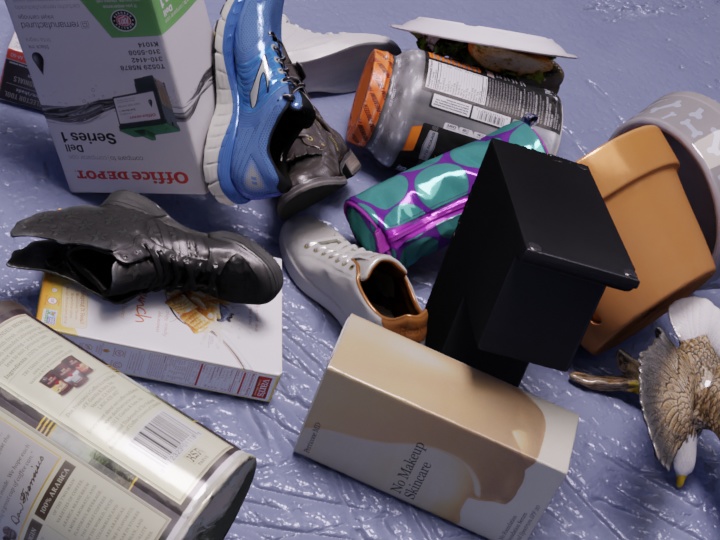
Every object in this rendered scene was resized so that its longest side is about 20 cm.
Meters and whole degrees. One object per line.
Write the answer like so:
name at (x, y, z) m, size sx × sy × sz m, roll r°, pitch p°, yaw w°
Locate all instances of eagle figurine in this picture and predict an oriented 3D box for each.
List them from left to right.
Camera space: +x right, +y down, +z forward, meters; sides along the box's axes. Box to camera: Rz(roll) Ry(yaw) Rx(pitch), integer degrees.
eagle figurine at (0.286, 0.116, 1.190) m, size 0.151 × 0.200 × 0.152 m, roll -25°, pitch 96°, yaw -6°

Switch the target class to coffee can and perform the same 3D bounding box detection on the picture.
coffee can at (-0.190, 0.134, 0.934) m, size 0.199 × 0.147 × 0.146 m, roll 31°, pitch 39°, yaw 10°

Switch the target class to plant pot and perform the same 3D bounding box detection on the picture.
plant pot at (0.231, -0.018, 1.294) m, size 0.199 × 0.200 × 0.141 m, roll -22°, pitch 72°, yaw -41°

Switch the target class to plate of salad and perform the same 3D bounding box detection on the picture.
plate of salad at (0.126, -0.228, 1.460) m, size 0.198 × 0.049 × 0.200 m, roll 8°, pitch 12°, yaw -2°

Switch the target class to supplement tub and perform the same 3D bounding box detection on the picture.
supplement tub at (0.093, -0.147, 1.414) m, size 0.198 × 0.123 × 0.123 m, roll 16°, pitch 39°, yaw -8°

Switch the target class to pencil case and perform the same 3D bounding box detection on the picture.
pencil case at (0.087, -0.067, 1.300) m, size 0.199 × 0.086 × 0.092 m, roll -26°, pitch 17°, yaw -14°

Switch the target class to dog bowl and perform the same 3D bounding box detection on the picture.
dog bowl at (0.311, -0.070, 1.380) m, size 0.058 × 0.201 × 0.200 m, roll -19°, pitch 53°, yaw -26°

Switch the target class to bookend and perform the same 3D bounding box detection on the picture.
bookend at (0.125, 0.030, 1.132) m, size 0.091 × 0.200 × 0.200 m, roll 15°, pitch 26°, yaw -11°

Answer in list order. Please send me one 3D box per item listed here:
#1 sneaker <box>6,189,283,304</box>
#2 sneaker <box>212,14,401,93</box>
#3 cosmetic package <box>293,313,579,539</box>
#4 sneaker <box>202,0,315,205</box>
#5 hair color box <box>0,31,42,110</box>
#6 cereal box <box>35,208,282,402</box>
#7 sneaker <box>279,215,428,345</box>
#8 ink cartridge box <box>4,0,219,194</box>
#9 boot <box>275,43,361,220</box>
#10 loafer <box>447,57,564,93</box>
sneaker at (-0.168, -0.004, 1.111) m, size 0.199 × 0.060 × 0.104 m, roll 25°, pitch 37°, yaw 10°
sneaker at (-0.059, -0.246, 1.492) m, size 0.199 × 0.074 × 0.116 m, roll -11°, pitch 53°, yaw -34°
cosmetic package at (0.058, 0.127, 1.099) m, size 0.199 × 0.106 × 0.071 m, roll 23°, pitch 39°, yaw 2°
sneaker at (-0.076, -0.155, 1.202) m, size 0.088 × 0.202 × 0.078 m, roll 2°, pitch -5°, yaw 20°
hair color box at (-0.274, -0.231, 1.378) m, size 0.110 × 0.064 × 0.201 m, roll 16°, pitch 40°, yaw -10°
cereal box at (-0.162, 0.027, 1.155) m, size 0.198 × 0.040 × 0.145 m, roll 12°, pitch 40°, yaw -14°
sneaker at (0.000, 0.000, 1.230) m, size 0.072 × 0.085 × 0.200 m, roll -14°, pitch 47°, yaw -35°
ink cartridge box at (-0.199, -0.168, 1.203) m, size 0.145 × 0.201 × 0.085 m, roll 2°, pitch 35°, yaw 22°
boot at (-0.076, -0.145, 1.294) m, size 0.175 × 0.069 × 0.200 m, roll 60°, pitch 14°, yaw -7°
loafer at (0.122, -0.189, 1.523) m, size 0.198 × 0.068 × 0.076 m, roll -2°, pitch 30°, yaw -4°
